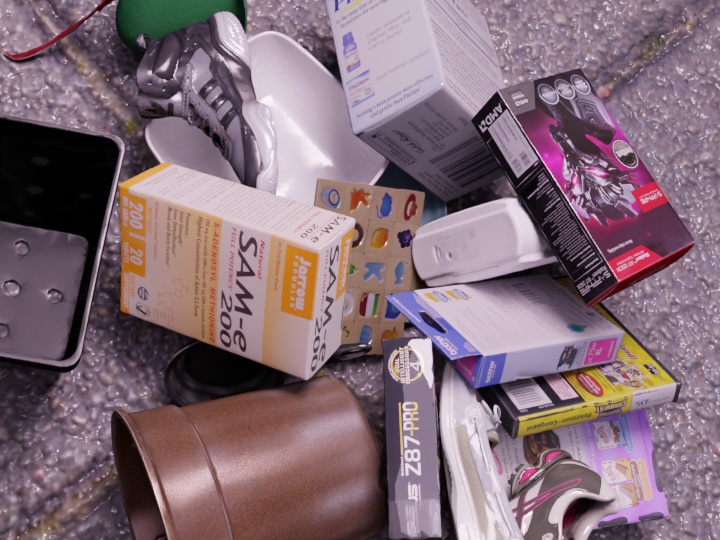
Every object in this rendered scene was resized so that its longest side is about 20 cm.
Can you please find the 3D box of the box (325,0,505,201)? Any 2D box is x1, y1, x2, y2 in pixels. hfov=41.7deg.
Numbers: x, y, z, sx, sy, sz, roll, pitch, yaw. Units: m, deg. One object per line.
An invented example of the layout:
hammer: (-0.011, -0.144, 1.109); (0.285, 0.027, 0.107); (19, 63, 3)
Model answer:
box: (0.064, -0.204, 0.958); (0.104, 0.183, 0.203); (-24, 60, 26)

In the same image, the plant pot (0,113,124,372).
plant pot: (-0.323, -0.008, 0.835); (0.197, 0.178, 0.203); (10, 70, -10)

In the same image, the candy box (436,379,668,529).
candy box: (0.187, 0.177, 0.944); (0.197, 0.072, 0.171); (-4, 74, -14)

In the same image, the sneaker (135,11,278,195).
sneaker: (-0.145, -0.141, 0.867); (0.112, 0.076, 0.203); (-12, 70, -15)

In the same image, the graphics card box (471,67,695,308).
graphics card box: (0.200, -0.080, 0.847); (0.124, 0.051, 0.202); (-20, 73, -36)

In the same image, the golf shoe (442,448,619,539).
golf shoe: (0.136, 0.239, 0.821); (0.200, 0.088, 0.078); (-43, 114, -15)

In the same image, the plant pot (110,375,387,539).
plant pot: (-0.094, 0.190, 0.822); (0.196, 0.200, 0.203); (-16, 76, -24)

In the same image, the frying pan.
frying pan: (-0.096, 0.078, 0.874); (0.188, 0.115, 0.031); (-30, 43, 18)

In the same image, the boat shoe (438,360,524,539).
boat shoe: (0.104, 0.171, 0.811); (0.064, 0.075, 0.204); (-7, 54, 2)

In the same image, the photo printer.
photo printer: (0.174, -0.039, 0.944); (0.198, 0.166, 0.071); (-12, 88, -33)

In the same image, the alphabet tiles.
alphabet tiles: (0.000, 0.000, 0.928); (0.198, 0.006, 0.169); (4, 97, -37)

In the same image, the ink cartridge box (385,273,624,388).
ink cartridge box: (0.131, 0.054, 0.875); (0.197, 0.043, 0.119); (-4, 29, -31)

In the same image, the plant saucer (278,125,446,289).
plant saucer: (-0.006, -0.066, 1.003); (0.197, 0.027, 0.204); (3, 72, -11)

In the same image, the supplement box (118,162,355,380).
supplement box: (-0.111, -0.003, 0.823); (0.197, 0.128, 0.073); (17, 28, 20)

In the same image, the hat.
hat: (-0.230, -0.247, 0.931); (0.175, 0.200, 0.166); (-34, 80, -29)

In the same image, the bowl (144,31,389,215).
bowl: (-0.091, -0.113, 0.946); (0.200, 0.075, 0.199); (45, 69, 5)

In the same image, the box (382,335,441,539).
box: (0.048, 0.161, 0.849); (0.048, 0.200, 0.164); (-4, 73, 3)

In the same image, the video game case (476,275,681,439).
video game case: (0.182, 0.076, 0.929); (0.178, 0.026, 0.201); (-9, 34, -19)
